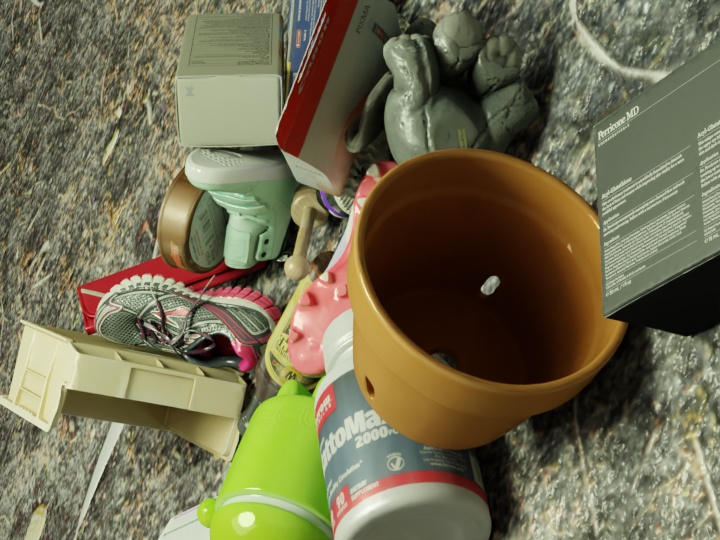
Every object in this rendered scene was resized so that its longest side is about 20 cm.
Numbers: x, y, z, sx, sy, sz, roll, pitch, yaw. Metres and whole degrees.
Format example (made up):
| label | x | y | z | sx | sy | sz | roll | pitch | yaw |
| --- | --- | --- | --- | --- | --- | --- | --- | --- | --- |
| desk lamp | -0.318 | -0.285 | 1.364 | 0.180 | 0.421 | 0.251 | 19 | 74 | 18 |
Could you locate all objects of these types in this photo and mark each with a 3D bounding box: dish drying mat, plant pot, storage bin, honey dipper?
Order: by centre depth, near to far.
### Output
| label | x | y | z | sx | sy | sz | roll | pitch | yaw |
| --- | --- | --- | --- | --- | --- | --- | --- | --- | --- |
| plant pot | 0.075 | 0.034 | 1.175 | 0.140 | 0.198 | 0.202 | 115 | 156 | -53 |
| honey dipper | -0.051 | -0.034 | 1.520 | 0.200 | 0.038 | 0.038 | -84 | 19 | -66 |
| storage bin | -0.243 | 0.124 | 1.702 | 0.198 | 0.198 | 0.095 | 12 | 89 | 63 |
| dish drying mat | -0.199 | 0.006 | 1.726 | 0.077 | 0.198 | 0.018 | -114 | 4 | -52 |

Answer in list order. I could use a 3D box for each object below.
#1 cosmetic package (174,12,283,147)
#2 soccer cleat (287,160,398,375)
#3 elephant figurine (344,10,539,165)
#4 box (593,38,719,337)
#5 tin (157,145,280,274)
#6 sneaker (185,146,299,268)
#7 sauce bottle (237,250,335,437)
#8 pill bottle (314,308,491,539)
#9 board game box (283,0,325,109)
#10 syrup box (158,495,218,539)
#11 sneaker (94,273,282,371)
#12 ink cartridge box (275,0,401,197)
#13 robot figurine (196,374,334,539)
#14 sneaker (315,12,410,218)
| label | x | y | z | sx | sy | sz | roll | pitch | yaw |
| --- | --- | --- | --- | --- | --- | --- | --- | --- | --- |
| cosmetic package | -0.125 | -0.190 | 1.617 | 0.200 | 0.104 | 0.072 | -91 | 1 | -64 |
| soccer cleat | 0.000 | 0.000 | 1.427 | 0.066 | 0.076 | 0.202 | 23 | 89 | 18 |
| elephant figurine | 0.057 | -0.131 | 1.371 | 0.142 | 0.154 | 0.200 | 61 | 163 | -7 |
| box | 0.235 | -0.061 | 1.020 | 0.200 | 0.078 | 0.143 | -35 | 50 | 53 |
| tin | -0.136 | -0.082 | 1.664 | 0.201 | 0.042 | 0.113 | -56 | -25 | -33 |
| sneaker | -0.113 | -0.055 | 1.596 | 0.073 | 0.200 | 0.119 | 20 | 100 | 24 |
| sauce bottle | -0.055 | 0.077 | 1.522 | 0.201 | 0.065 | 0.066 | -63 | 29 | 26 |
| pill bottle | 0.026 | 0.128 | 1.278 | 0.120 | 0.119 | 0.201 | -53 | 34 | 37 |
| board game box | -0.039 | -0.259 | 1.623 | 0.200 | 0.061 | 0.202 | -96 | 11 | -74 |
| syrup box | -0.137 | 0.270 | 1.443 | 0.081 | 0.079 | 0.200 | -27 | 9 | 14 |
| sneaker | -0.179 | 0.055 | 1.636 | 0.198 | 0.081 | 0.075 | 1 | 42 | 23 |
| ink cartridge box | -0.015 | -0.160 | 1.379 | 0.200 | 0.050 | 0.164 | 79 | -149 | -83 |
| robot figurine | -0.056 | 0.186 | 1.375 | 0.174 | 0.116 | 0.201 | -9 | 44 | 34 |
| sneaker | -0.008 | -0.145 | 1.536 | 0.099 | 0.069 | 0.202 | 168 | 116 | -67 |
